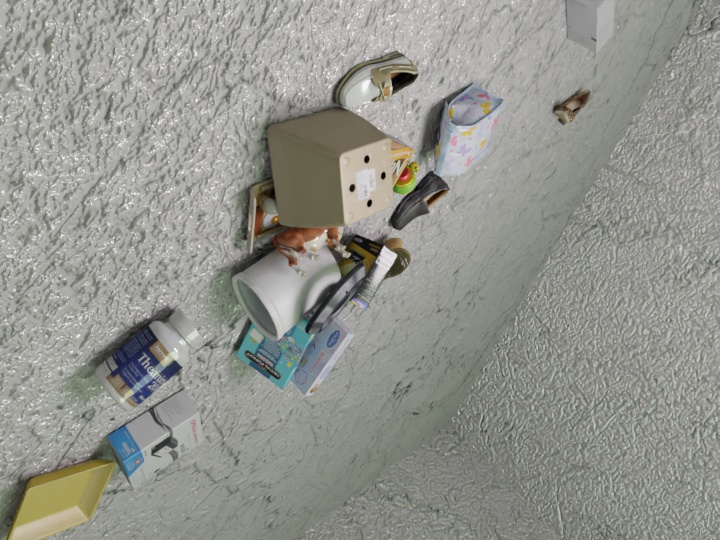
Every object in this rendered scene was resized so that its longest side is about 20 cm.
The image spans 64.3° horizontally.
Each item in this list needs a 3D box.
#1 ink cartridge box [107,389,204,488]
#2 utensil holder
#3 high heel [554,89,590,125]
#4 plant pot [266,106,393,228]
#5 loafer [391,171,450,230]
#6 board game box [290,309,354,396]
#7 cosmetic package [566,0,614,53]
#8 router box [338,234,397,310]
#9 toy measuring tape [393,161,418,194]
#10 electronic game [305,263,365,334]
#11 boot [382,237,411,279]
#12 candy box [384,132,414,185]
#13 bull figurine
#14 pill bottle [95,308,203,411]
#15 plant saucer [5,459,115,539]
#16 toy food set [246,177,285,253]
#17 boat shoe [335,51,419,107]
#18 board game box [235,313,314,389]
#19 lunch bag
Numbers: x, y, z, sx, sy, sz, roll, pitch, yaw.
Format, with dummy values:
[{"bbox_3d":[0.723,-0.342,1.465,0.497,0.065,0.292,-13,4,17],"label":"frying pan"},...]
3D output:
[{"bbox_3d":[-0.486,0.405,1.380,0.198,0.083,0.147,-31,147,-32],"label":"ink cartridge box"},{"bbox_3d":[-0.163,0.031,1.301,0.199,0.169,0.172,-37,151,-25],"label":"utensil holder"},{"bbox_3d":[0.741,-0.580,1.978,0.143,0.071,0.200,-51,170,16],"label":"high heel"},{"bbox_3d":[-0.042,-0.191,1.123,0.198,0.175,0.204,-27,125,-37],"label":"plant pot"},{"bbox_3d":[0.169,-0.187,1.626,0.201,0.072,0.073,-49,154,2],"label":"loafer"},{"bbox_3d":[-0.141,0.179,1.486,0.202,0.199,0.041,-54,153,13],"label":"board game box"},{"bbox_3d":[0.651,-0.726,1.625,0.082,0.113,0.200,-50,152,3],"label":"cosmetic package"},{"bbox_3d":[0.000,0.000,1.462,0.052,0.199,0.159,31,88,-23],"label":"router box"},{"bbox_3d":[0.082,-0.208,1.472,0.200,0.073,0.074,-43,153,-13],"label":"toy measuring tape"},{"bbox_3d":[-0.055,0.064,1.286,0.201,0.041,0.200,-50,174,-7],"label":"electronic game"},{"bbox_3d":[0.083,-0.044,1.567,0.173,0.067,0.201,-30,-167,29],"label":"boot"},{"bbox_3d":[0.037,-0.264,1.346,0.198,0.055,0.117,3,123,-58],"label":"candy box"},{"bbox_3d":[-0.090,-0.072,1.242,0.197,0.122,0.066,-27,152,-24],"label":"bull figurine"},{"bbox_3d":[-0.419,0.175,1.157,0.199,0.111,0.112,-41,152,-15],"label":"pill bottle"},{"bbox_3d":[-0.670,0.505,1.269,0.198,0.048,0.202,-2,127,-57],"label":"plant saucer"},{"bbox_3d":[-0.156,-0.129,1.223,0.198,0.060,0.145,-27,145,-36],"label":"toy food set"},{"bbox_3d":[0.038,-0.387,1.178,0.199,0.068,0.075,-37,151,-23],"label":"boat shoe"},{"bbox_3d":[-0.205,0.169,1.427,0.202,0.149,0.047,-60,172,22],"label":"board game box"},{"bbox_3d":[0.264,-0.361,1.495,0.200,0.126,0.171,-44,157,-31],"label":"lunch bag"}]
